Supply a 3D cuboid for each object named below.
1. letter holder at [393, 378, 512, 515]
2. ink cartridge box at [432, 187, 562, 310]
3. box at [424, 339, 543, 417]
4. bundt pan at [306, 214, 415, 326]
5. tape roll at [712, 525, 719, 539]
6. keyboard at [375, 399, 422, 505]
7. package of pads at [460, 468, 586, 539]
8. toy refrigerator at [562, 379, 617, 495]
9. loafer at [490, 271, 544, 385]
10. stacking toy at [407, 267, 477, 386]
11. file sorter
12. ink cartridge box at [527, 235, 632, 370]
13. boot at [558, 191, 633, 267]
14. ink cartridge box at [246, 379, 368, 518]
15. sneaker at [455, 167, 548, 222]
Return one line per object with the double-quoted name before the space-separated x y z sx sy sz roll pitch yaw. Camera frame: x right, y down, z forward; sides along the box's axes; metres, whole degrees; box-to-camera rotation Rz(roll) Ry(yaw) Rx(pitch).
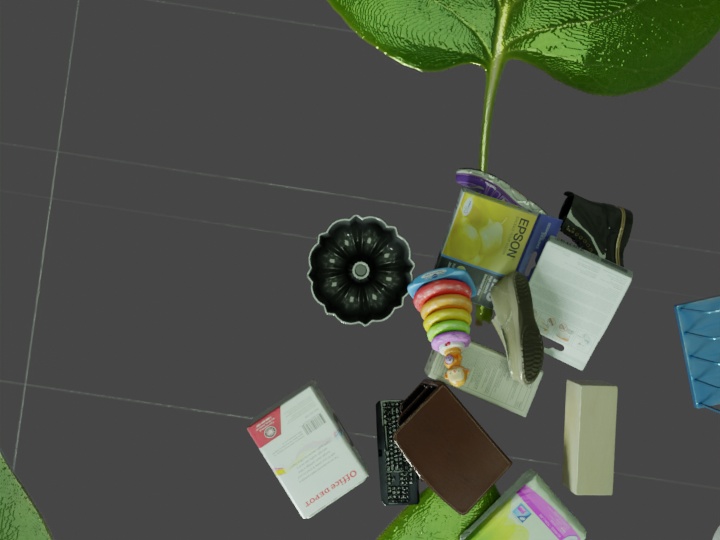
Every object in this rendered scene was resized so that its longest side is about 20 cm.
"letter holder" 0.150 0.323 1.256 0.142 0.100 0.200 -43 96 -13
"ink cartridge box" 0.249 -0.029 1.276 0.197 0.047 0.200 18 110 1
"box" 0.229 0.189 1.290 0.198 0.078 0.096 24 90 -1
"bundt pan" 0.000 0.000 1.287 0.198 0.076 0.205 0 90 -1
"tape roll" 0.776 0.553 1.318 0.199 0.037 0.206 0 91 0
"keyboard" 0.084 0.348 1.310 0.102 0.040 0.203 -4 91 0
"package of pads" 0.308 0.504 1.299 0.200 0.068 0.155 -43 89 1
"toy refrigerator" 0.431 0.312 1.299 0.075 0.070 0.203 2 91 -7
"loafer" 0.279 0.106 1.243 0.075 0.068 0.203 4 77 -41
"stacking toy" 0.154 0.106 1.202 0.115 0.110 0.203 -16 58 18
"file sorter" 0.692 0.153 1.272 0.137 0.123 0.203 -12 91 0
"ink cartridge box" 0.379 0.059 1.258 0.158 0.047 0.202 26 115 13
"boot" 0.417 -0.036 1.281 0.137 0.077 0.203 17 77 -14
"ink cartridge box" -0.097 0.330 1.285 0.147 0.086 0.202 -32 92 -1
"sneaker" 0.257 -0.123 1.290 0.199 0.081 0.084 35 96 -1
